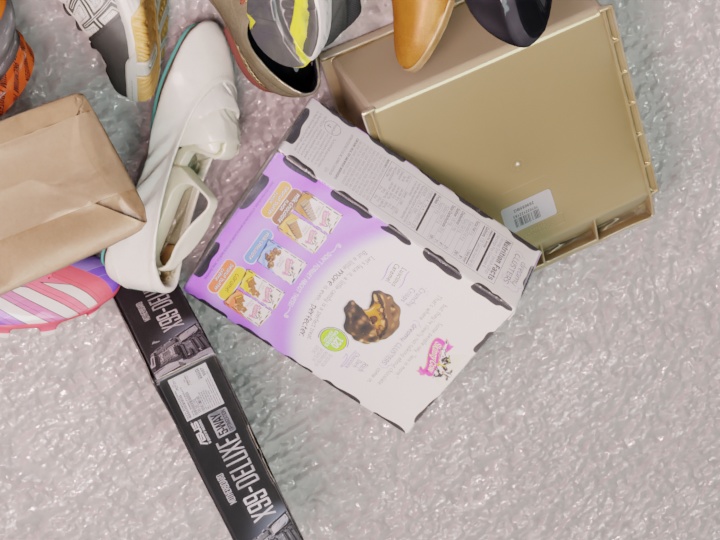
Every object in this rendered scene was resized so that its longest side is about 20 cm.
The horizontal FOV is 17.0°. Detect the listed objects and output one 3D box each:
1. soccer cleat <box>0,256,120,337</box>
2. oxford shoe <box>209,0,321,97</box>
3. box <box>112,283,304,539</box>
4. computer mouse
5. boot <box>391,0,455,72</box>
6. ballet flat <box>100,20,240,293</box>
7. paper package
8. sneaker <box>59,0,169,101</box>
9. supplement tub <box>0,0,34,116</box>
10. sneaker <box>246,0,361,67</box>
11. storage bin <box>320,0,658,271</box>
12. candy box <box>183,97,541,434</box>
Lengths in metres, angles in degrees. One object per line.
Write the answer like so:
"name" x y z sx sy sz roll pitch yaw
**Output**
"soccer cleat" -0.268 0.006 1.705 0.200 0.067 0.077 -8 117 -14
"oxford shoe" -0.079 -0.205 1.637 0.070 0.075 0.200 -38 115 -8
"box" -0.114 0.103 1.763 0.050 0.158 0.200 -27 125 -5
"computer mouse" 0.103 -0.236 1.640 0.053 0.200 0.139 -2 143 23
"boot" 0.001 -0.245 1.651 0.144 0.071 0.202 9 98 -24
"ballet flat" -0.120 -0.074 1.697 0.069 0.069 0.200 16 103 -28
"paper package" -0.256 -0.030 1.581 0.190 0.200 0.104 -23 92 -16
"sneaker" -0.184 -0.202 1.622 0.087 0.076 0.200 -2 129 9
"supplement tub" -0.306 -0.179 1.545 0.122 0.123 0.200 -37 126 2
"sneaker" -0.030 -0.237 1.580 0.085 0.074 0.200 -35 140 -55
"storage bin" 0.100 -0.098 1.771 0.200 0.094 0.199 -24 125 -7
"candy box" 0.000 0.000 1.714 0.200 0.072 0.168 34 134 -5
